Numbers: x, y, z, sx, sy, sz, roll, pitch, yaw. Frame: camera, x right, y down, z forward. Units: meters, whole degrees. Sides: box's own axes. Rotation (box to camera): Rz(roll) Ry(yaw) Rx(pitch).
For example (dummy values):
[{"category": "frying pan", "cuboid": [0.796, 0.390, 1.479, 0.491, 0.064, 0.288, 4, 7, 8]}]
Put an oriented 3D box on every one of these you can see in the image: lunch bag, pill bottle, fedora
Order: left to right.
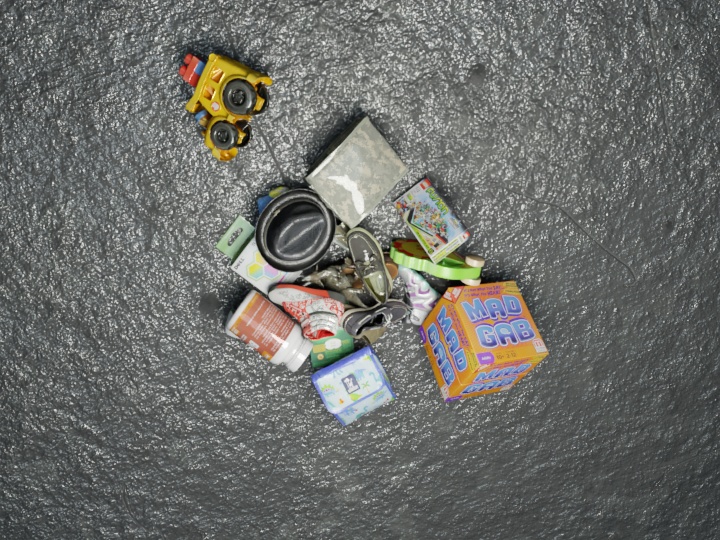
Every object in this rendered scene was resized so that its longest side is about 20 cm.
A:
[{"category": "pill bottle", "cuboid": [-0.214, 0.149, 1.411, 0.199, 0.112, 0.113, 38, 101, -7]}, {"category": "fedora", "cuboid": [-0.140, -0.084, 1.333, 0.195, 0.092, 0.206, -4, 104, -16]}, {"category": "lunch bag", "cuboid": [-0.018, 0.287, 1.510, 0.167, 0.129, 0.202, -27, 136, 1]}, {"category": "lunch bag", "cuboid": [-0.015, -0.221, 1.354, 0.200, 0.117, 0.164, -46, 109, -6]}]

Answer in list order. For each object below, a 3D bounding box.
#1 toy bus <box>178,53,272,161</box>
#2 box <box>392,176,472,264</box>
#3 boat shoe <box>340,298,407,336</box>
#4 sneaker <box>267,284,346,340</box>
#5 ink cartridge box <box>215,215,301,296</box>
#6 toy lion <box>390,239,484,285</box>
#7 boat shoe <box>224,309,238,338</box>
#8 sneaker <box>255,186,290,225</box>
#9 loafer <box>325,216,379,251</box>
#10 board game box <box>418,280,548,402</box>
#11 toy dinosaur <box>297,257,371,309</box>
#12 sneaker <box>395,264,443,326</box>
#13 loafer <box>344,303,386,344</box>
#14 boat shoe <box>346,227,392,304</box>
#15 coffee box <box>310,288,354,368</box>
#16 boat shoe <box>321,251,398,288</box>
[{"category": "toy bus", "cuboid": [-0.313, -0.369, 1.278, 0.189, 0.136, 0.203, 30, 106, -2]}, {"category": "box", "cuboid": [0.166, -0.121, 1.387, 0.109, 0.202, 0.035, -37, 141, 7]}, {"category": "boat shoe", "cuboid": [0.044, 0.121, 1.422, 0.196, 0.063, 0.074, -9, 123, -35]}, {"category": "sneaker", "cuboid": [-0.137, 0.099, 1.377, 0.196, 0.110, 0.068, 6, 155, 14]}, {"category": "ink cartridge box", "cuboid": [-0.248, -0.028, 1.434, 0.199, 0.059, 0.104, 39, 102, -17]}, {"category": "toy lion", "cuboid": [0.172, -0.029, 1.422, 0.187, 0.200, 0.070, -1, 113, -27]}, {"category": "boat shoe", "cuboid": [-0.243, 0.145, 1.494, 0.195, 0.072, 0.067, 17, 112, -4]}, {"category": "sneaker", "cuboid": [-0.190, -0.098, 1.421, 0.102, 0.076, 0.205, -11, 108, 14]}, {"category": "loafer", "cuboid": [-0.035, -0.095, 1.430, 0.196, 0.076, 0.071, 21, 110, -14]}, {"category": "board game box", "cuboid": [0.291, 0.172, 1.435, 0.195, 0.204, 0.201, -5, 148, -23]}, {"category": "toy dinosaur", "cuboid": [-0.047, 0.032, 1.422, 0.198, 0.078, 0.101, 34, 140, -32]}, {"category": "sneaker", "cuboid": [0.130, 0.082, 1.512, 0.140, 0.078, 0.200, -45, 108, 8]}, {"category": "loafer", "cuboid": [-0.014, 0.131, 1.469, 0.198, 0.076, 0.069, 30, 83, -33]}, {"category": "boat shoe", "cuboid": [0.026, -0.007, 1.382, 0.070, 0.067, 0.203, -19, 123, 12]}, {"category": "coffee box", "cuboid": [-0.082, 0.146, 1.525, 0.120, 0.044, 0.205, -10, 111, -6]}, {"category": "boat shoe", "cuboid": [0.000, 0.000, 1.471, 0.195, 0.071, 0.072, -8, 126, 7]}]
